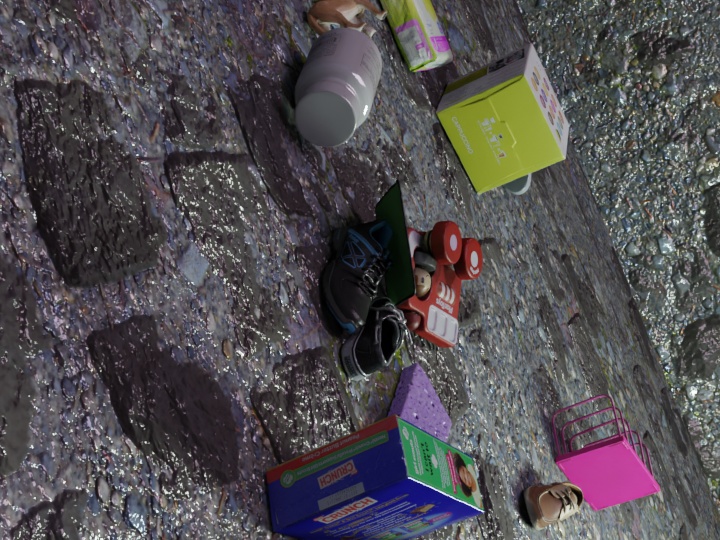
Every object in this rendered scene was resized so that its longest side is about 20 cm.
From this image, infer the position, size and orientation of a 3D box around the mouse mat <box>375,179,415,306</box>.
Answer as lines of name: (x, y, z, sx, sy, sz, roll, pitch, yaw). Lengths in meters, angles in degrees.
mouse mat: (0.049, -0.033, 1.710, 0.200, 0.008, 0.161, 140, -58, -77)

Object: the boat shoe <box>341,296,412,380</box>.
boat shoe: (0.031, 0.082, 1.646, 0.074, 0.068, 0.199, 65, 21, -9)

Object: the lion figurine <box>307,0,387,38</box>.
lion figurine: (-0.038, -0.416, 1.941, 0.122, 0.073, 0.200, 35, 29, 7)

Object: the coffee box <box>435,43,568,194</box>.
coffee box: (0.294, -0.309, 2.461, 0.200, 0.200, 0.198, 60, 23, -19)

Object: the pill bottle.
pill bottle: (-0.035, -0.263, 1.748, 0.114, 0.114, 0.200, 58, 24, -26)

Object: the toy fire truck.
toy fire truck: (0.105, 0.020, 1.851, 0.200, 0.112, 0.168, 30, 61, -56)

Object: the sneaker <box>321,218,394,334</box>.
sneaker: (0.000, 0.000, 1.631, 0.073, 0.082, 0.200, 52, 27, -36)

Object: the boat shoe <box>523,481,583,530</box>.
boat shoe: (0.335, 0.396, 2.074, 0.200, 0.072, 0.076, -1, 71, -67)

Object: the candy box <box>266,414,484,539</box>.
candy box: (0.019, 0.243, 1.328, 0.200, 0.169, 0.077, 34, 36, -55)

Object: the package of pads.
package of pads: (0.104, -0.490, 2.361, 0.200, 0.068, 0.154, 67, 20, -3)

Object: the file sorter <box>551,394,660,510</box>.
file sorter: (0.478, 0.355, 2.365, 0.200, 0.139, 0.126, 50, 27, -40)

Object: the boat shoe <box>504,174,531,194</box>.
boat shoe: (0.360, -0.243, 2.730, 0.091, 0.071, 0.201, 36, 36, -47)

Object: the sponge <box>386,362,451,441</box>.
sponge: (0.078, 0.225, 1.680, 0.112, 0.030, 0.200, 62, 23, -17)
